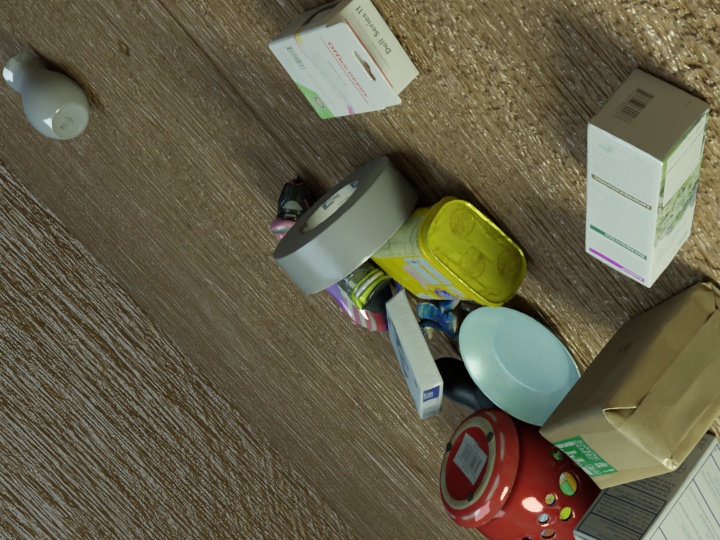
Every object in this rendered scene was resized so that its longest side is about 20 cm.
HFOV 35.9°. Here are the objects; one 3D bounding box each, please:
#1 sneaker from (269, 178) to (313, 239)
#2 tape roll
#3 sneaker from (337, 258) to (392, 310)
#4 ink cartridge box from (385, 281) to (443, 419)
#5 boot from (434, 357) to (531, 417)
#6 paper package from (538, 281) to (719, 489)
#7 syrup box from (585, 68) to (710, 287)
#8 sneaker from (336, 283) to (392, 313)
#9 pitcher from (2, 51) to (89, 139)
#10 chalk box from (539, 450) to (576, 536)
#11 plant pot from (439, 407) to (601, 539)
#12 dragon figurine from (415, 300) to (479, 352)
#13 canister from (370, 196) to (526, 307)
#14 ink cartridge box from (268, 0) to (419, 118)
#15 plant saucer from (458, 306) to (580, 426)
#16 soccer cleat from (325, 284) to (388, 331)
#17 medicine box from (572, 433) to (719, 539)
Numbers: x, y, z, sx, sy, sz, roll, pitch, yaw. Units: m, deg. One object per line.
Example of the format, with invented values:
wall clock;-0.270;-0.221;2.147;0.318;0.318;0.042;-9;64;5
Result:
sneaker;-0.098;-0.095;1.757;0.078;0.096;0.200;2;177;0
tape roll;-0.020;-0.060;1.457;0.066;0.200;0.200;48;161;-13
sneaker;0.000;0.000;1.581;0.081;0.074;0.200;45;-178;0
ink cartridge box;0.073;0.111;1.701;0.200;0.040;0.201;81;170;-70
boot;0.189;0.165;1.702;0.164;0.066;0.200;33;162;8
paper package;0.310;0.129;1.198;0.103;0.191;0.200;43;162;3
syrup box;0.262;-0.080;1.032;0.081;0.079;0.201;33;158;27
sneaker;-0.001;-0.005;1.720;0.084;0.074;0.201;18;148;54
pitcher;-0.612;-0.337;2.239;0.200;0.121;0.171;43;-175;36
chalk box;0.275;0.365;1.853;0.124;0.125;0.200;15;147;54
plant pot;0.227;0.311;1.640;0.181;0.202;0.200;20;170;-23
dragon figurine;0.120;0.055;1.626;0.099;0.059;0.200;33;159;28
canister;0.104;-0.022;1.445;0.148;0.087;0.200;39;165;-19
ink cartridge box;-0.012;-0.244;1.265;0.117;0.067;0.200;52;160;-21
plant saucer;0.228;0.124;1.537;0.200;0.039;0.202;27;138;28
soccer cleat;-0.011;0.028;1.829;0.200;0.067;0.076;41;136;-14
medicine box;0.396;0.329;1.419;0.103;0.200;0.183;14;145;54
